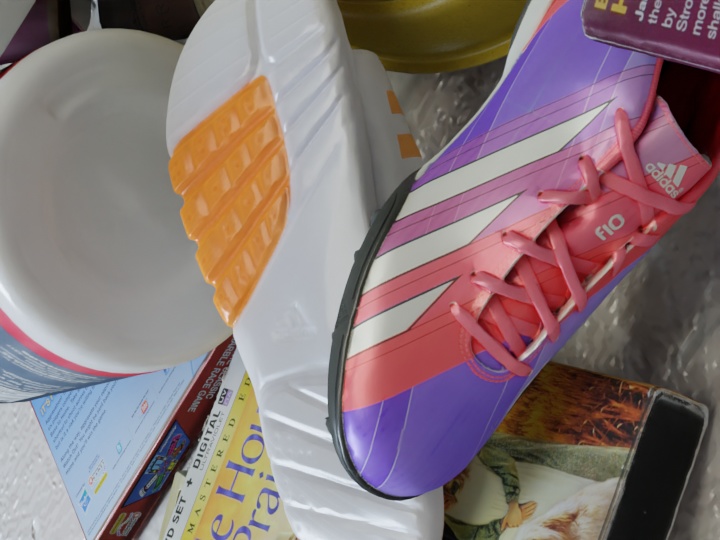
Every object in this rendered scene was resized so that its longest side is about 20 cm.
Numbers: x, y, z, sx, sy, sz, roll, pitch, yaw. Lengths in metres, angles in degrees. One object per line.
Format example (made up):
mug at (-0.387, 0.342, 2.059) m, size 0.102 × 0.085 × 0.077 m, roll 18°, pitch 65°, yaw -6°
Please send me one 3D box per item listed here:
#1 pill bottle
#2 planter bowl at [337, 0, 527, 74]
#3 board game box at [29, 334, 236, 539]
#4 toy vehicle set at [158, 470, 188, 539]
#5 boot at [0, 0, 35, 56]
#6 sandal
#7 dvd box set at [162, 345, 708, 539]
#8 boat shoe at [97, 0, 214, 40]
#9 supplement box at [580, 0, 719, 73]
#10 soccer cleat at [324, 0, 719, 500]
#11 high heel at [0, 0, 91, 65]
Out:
pill bottle at (-0.125, -0.012, 0.893) m, size 0.200 × 0.120 × 0.120 m, roll -14°, pitch 73°, yaw 58°
planter bowl at (0.000, -0.165, 0.772) m, size 0.200 × 0.083 × 0.201 m, roll 2°, pitch 93°, yaw 37°
board game box at (-0.074, 0.006, 0.942) m, size 0.200 × 0.019 × 0.103 m, roll -57°, pitch 45°, yaw 31°
toy vehicle set at (-0.020, 0.163, 0.837) m, size 0.200 × 0.027 × 0.124 m, roll 28°, pitch 107°, yaw 51°
boot at (-0.135, -0.156, 0.835) m, size 0.074 × 0.096 × 0.200 m, roll -19°, pitch 40°, yaw 60°
sandal at (-0.006, 0.003, 0.773) m, size 0.079 × 0.059 × 0.207 m, roll -22°, pitch 76°, yaw 37°
dvd box set at (0.010, 0.090, 0.772) m, size 0.200 × 0.029 × 0.146 m, roll 13°, pitch 80°, yaw 51°
boat shoe at (-0.092, -0.168, 0.934) m, size 0.072 × 0.065 × 0.200 m, roll 77°, pitch 176°, yaw -58°
supplement box at (0.164, -0.094, 0.570) m, size 0.200 × 0.103 × 0.131 m, roll 25°, pitch 105°, yaw 51°
soccer cleat at (0.059, -0.020, 0.691) m, size 0.073 × 0.068 × 0.200 m, roll 22°, pitch 79°, yaw 51°
high heel at (-0.159, -0.118, 0.957) m, size 0.200 × 0.096 × 0.067 m, roll -97°, pitch 4°, yaw -76°
